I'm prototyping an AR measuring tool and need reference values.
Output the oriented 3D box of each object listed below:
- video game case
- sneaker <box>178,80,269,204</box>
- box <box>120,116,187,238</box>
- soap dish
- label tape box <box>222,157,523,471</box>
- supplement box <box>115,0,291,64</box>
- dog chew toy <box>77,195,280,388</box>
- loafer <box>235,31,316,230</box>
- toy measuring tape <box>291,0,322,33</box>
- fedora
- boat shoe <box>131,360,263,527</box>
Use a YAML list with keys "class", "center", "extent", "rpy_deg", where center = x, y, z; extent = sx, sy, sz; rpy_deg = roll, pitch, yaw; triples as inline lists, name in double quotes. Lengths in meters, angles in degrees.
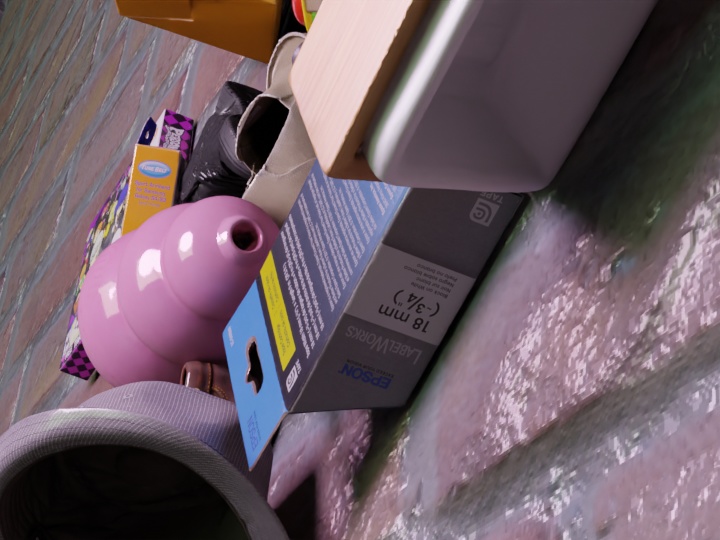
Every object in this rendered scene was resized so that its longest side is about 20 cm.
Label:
- class: "video game case"
  center: [-0.217, -0.022, 1.486]
  extent: [0.200, 0.036, 0.182]
  rpy_deg: [-47, 29, 46]
- class: "sneaker"
  center: [-0.097, -0.075, 1.206]
  extent: [0.200, 0.060, 0.105]
  rpy_deg: [-110, 43, -65]
- class: "box"
  center: [-0.169, -0.018, 1.270]
  extent: [0.119, 0.041, 0.201]
  rpy_deg: [177, 104, -86]
- class: "soap dish"
  center: [0.064, -0.133, 0.705]
  extent: [0.081, 0.157, 0.201]
  rpy_deg: [40, 114, 30]
- class: "label tape box"
  center: [0.000, 0.000, 0.875]
  extent: [0.201, 0.063, 0.144]
  rpy_deg: [-61, 22, 22]
- class: "supplement box"
  center: [-0.098, -0.291, 1.218]
  extent: [0.197, 0.132, 0.201]
  rpy_deg: [128, 160, -83]
- class: "dog chew toy"
  center: [-0.110, 0.013, 1.049]
  extent: [0.200, 0.124, 0.125]
  rpy_deg: [141, 144, -58]
- class: "loafer"
  center: [-0.046, -0.101, 1.078]
  extent: [0.076, 0.068, 0.201]
  rpy_deg: [-54, 27, 32]
- class: "toy measuring tape"
  center: [-0.012, -0.209, 1.020]
  extent: [0.074, 0.073, 0.201]
  rpy_deg: [-99, 1, -53]
- class: "fedora"
  center: [-0.118, 0.126, 0.926]
  extent: [0.199, 0.177, 0.090]
  rpy_deg: [-19, 28, 30]
- class: "boat shoe"
  center: [-0.118, 0.153, 1.029]
  extent: [0.070, 0.070, 0.201]
  rpy_deg: [31, 102, 66]
